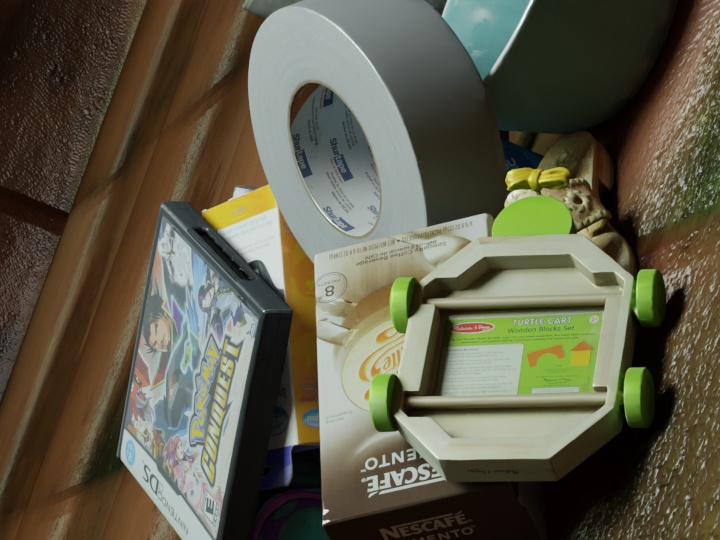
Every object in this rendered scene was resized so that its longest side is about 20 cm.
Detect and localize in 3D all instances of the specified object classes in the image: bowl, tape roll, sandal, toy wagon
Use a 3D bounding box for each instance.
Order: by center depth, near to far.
[{"bbox_3d":[0.092,0.028,1.457,0.040,0.155,0.200,68,-153,-47],"label":"toy wagon"},{"bbox_3d":[0.112,-0.030,1.562,0.078,0.070,0.212,-37,26,24],"label":"sandal"},{"bbox_3d":[0.009,-0.080,1.645,0.200,0.066,0.201,40,142,41],"label":"tape roll"},{"bbox_3d":[0.131,-0.167,1.661,0.201,0.105,0.201,-60,15,28],"label":"bowl"}]

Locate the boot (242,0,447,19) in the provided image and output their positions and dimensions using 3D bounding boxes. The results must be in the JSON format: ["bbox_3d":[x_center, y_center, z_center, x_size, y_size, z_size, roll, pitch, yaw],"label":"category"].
[{"bbox_3d":[0.007,-0.155,1.903,0.182,0.200,0.073,-66,14,6],"label":"boot"}]

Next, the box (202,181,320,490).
[{"bbox_3d":[-0.060,0.047,1.770,0.119,0.041,0.201,-17,78,61],"label":"box"}]

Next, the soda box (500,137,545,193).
[{"bbox_3d":[0.071,-0.031,1.760,0.200,0.064,0.068,-27,43,69],"label":"soda box"}]

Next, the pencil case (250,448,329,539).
[{"bbox_3d":[-0.045,0.162,1.850,0.085,0.093,0.200,-33,16,4],"label":"pencil case"}]

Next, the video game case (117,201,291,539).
[{"bbox_3d":[-0.109,0.080,1.779,0.181,0.025,0.201,44,128,54],"label":"video game case"}]

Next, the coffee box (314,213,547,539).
[{"bbox_3d":[0.040,0.076,1.518,0.080,0.114,0.200,62,-162,-47],"label":"coffee box"}]

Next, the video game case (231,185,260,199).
[{"bbox_3d":[-0.076,0.048,2.001,0.200,0.025,0.181,42,-122,-69],"label":"video game case"}]

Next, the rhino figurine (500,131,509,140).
[{"bbox_3d":[0.101,-0.159,1.795,0.200,0.087,0.060,-66,14,4],"label":"rhino figurine"}]
